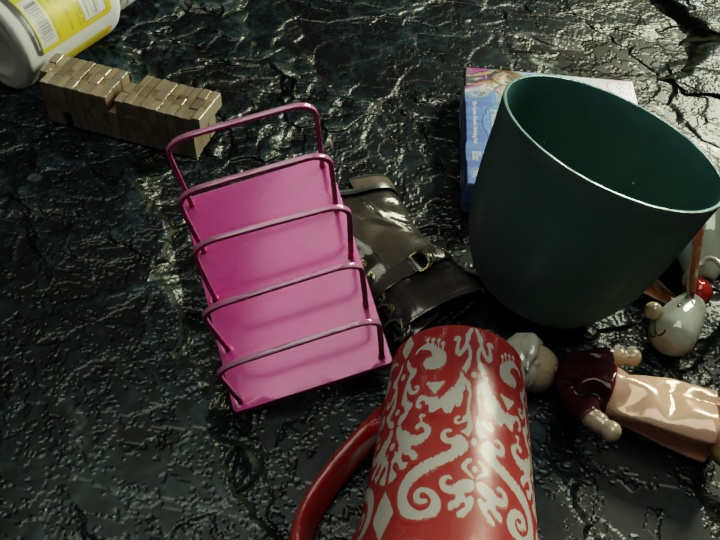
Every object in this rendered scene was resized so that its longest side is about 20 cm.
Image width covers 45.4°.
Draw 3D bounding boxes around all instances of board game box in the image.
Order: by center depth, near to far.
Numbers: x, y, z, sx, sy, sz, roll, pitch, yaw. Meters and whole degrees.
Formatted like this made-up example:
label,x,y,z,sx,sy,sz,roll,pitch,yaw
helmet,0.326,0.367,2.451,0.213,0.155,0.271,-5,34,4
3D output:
label,x,y,z,sx,sy,sz,roll,pitch,yaw
board game box,0.208,-0.139,0.935,0.196,0.044,0.202,5,48,-1

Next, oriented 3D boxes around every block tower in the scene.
label,x,y,z,sx,sy,sz,roll,pitch,yaw
block tower,-0.250,-0.178,0.934,0.197,0.058,0.054,15,49,12

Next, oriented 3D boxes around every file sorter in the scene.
label,x,y,z,sx,sy,sz,roll,pitch,yaw
file sorter,-0.069,-0.011,0.696,0.137,0.126,0.202,-16,70,-4

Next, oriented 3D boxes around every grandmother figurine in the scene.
label,x,y,z,sx,sy,sz,roll,pitch,yaw
grandmother figurine,0.206,0.102,0.716,0.198,0.061,0.121,18,22,16

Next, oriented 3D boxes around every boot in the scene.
label,x,y,z,sx,sy,sz,roll,pitch,yaw
boot,0.000,0.000,0.784,0.198,0.070,0.175,-23,57,-19

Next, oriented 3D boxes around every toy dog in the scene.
label,x,y,z,sx,sy,sz,roll,pitch,yaw
toy dog,0.301,-0.029,0.799,0.096,0.132,0.201,37,41,-10

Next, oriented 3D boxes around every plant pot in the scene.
label,x,y,z,sx,sy,sz,roll,pitch,yaw
plant pot,0.185,-0.049,0.756,0.198,0.162,0.202,15,37,-11

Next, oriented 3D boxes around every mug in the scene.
label,x,y,z,sx,sy,sz,roll,pitch,yaw
mug,0.045,0.144,0.618,0.175,0.134,0.201,9,45,2

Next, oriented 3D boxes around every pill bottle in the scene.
label,x,y,z,sx,sy,sz,roll,pitch,yaw
pill bottle,-0.353,-0.308,1.005,0.110,0.112,0.200,26,51,19
